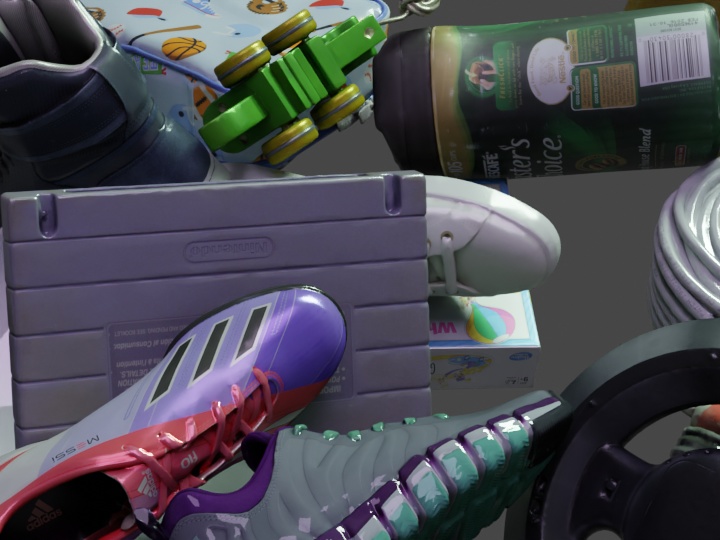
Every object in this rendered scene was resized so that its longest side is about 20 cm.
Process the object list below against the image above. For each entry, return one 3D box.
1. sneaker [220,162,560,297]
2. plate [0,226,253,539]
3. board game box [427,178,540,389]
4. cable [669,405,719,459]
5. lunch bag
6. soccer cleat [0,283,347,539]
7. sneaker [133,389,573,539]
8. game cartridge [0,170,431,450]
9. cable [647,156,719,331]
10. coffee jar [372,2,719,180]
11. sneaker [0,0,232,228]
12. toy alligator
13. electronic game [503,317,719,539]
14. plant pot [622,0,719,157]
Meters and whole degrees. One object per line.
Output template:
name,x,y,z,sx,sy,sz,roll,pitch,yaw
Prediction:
sneaker,0.000,0.000,0.809,0.199,0.073,0.085,5,46,17
plate,-0.139,0.090,0.749,0.199,0.032,0.200,31,54,6
board game box,-0.010,0.006,0.871,0.199,0.034,0.135,0,45,-5
cable,0.222,0.101,0.720,0.200,0.097,0.051,19,83,52
lunch bag,-0.081,-0.134,0.964,0.199,0.076,0.160,26,44,31
soccer cleat,-0.083,0.076,0.678,0.199,0.068,0.073,-31,19,-14
sneaker,0.004,0.082,0.668,0.200,0.075,0.088,-26,61,-37
game cartridge,-0.064,0.023,0.736,0.199,0.130,0.038,-4,12,-20
cable,0.256,0.011,0.855,0.199,0.069,0.200,22,42,20
coffee jar,0.108,-0.099,0.914,0.199,0.104,0.086,-3,79,9
sneaker,-0.183,-0.074,0.818,0.201,0.146,0.077,-8,50,33
toy alligator,-0.028,-0.108,0.855,0.200,0.054,0.059,-41,102,-40
electronic game,0.155,0.119,0.696,0.199,0.042,0.201,-11,68,28
plant pot,0.271,-0.190,0.988,0.199,0.177,0.200,17,47,13
